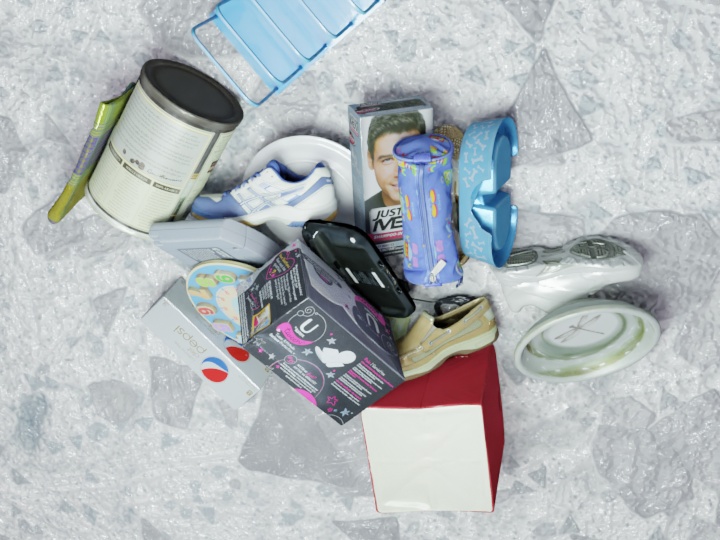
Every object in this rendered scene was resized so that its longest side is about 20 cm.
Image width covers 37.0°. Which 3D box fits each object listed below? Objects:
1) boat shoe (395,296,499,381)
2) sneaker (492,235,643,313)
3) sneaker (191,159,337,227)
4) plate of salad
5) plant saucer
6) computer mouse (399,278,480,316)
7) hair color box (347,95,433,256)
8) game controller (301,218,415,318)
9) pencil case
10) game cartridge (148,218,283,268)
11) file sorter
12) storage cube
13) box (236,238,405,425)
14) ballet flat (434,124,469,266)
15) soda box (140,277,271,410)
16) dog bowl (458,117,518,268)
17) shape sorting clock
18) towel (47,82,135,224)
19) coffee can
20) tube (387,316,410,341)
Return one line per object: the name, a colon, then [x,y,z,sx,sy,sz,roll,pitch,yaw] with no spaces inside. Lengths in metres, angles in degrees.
boat shoe: [0.093,0.090,1.485,0.199,0.072,0.076,-23,116,-17]
sneaker: [0.285,0.014,1.460,0.199,0.078,0.100,-5,121,22]
sneaker: [-0.130,-0.106,1.444,0.199,0.075,0.089,-1,108,7]
plate of salad: [-0.067,-0.099,1.495,0.199,0.048,0.201,6,123,10]
plant saucer: [0.303,0.086,1.461,0.199,0.050,0.200,-5,147,-3]
computer mouse: [0.077,0.032,1.533,0.199,0.034,0.059,12,125,-1]
hair color box: [0.043,-0.122,1.420,0.099,0.061,0.201,-10,117,-12]
game controller: [0.000,0.000,1.435,0.104,0.042,0.200,1,146,31]
pencil case: [0.087,-0.071,1.375,0.078,0.087,0.201,-5,117,3]
game cartridge: [-0.181,-0.025,1.479,0.133,0.200,0.042,-6,71,22]
file sorter: [-0.095,-0.323,1.363,0.200,0.123,0.139,-36,101,24]
storage cube: [0.108,0.223,1.522,0.170,0.180,0.201,-3,111,13]
box: [-0.051,0.079,1.395,0.115,0.132,0.200,-35,125,16]
ballet flat: [0.124,-0.092,1.445,0.070,0.065,0.201,-4,112,11]
soda box: [-0.227,0.110,1.607,0.200,0.068,0.064,45,118,-8]
dog bowl: [0.167,-0.103,1.412,0.049,0.111,0.201,9,116,24]
shape sorting clock: [-0.155,0.056,1.514,0.199,0.039,0.200,14,143,11]
towel: [-0.367,-0.163,1.479,0.023,0.144,0.200,30,115,-5]
coffee can: [-0.267,-0.162,1.457,0.146,0.146,0.200,32,116,-3]
tube: [-0.031,0.070,1.555,0.199,0.052,0.058,15,104,8]
